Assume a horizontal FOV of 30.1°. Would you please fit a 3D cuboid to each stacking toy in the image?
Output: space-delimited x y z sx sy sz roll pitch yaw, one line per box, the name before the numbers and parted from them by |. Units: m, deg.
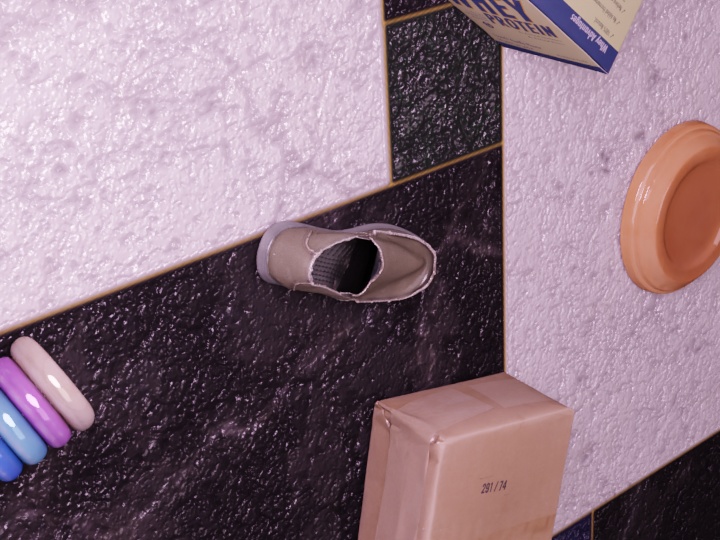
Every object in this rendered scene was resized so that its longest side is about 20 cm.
stacking toy | -0.292 0.144 0.978 0.200 0.085 0.086 -43 131 -15

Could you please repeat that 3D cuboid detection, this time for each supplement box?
supplement box | 0.161 -0.314 1.162 0.199 0.133 0.202 28 88 -45

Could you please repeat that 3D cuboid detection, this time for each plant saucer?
plant saucer | 0.372 -0.068 1.525 0.198 0.037 0.203 -18 118 -37

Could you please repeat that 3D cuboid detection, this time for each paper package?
paper package | 0.103 0.216 1.348 0.198 0.103 0.194 -9 114 -41

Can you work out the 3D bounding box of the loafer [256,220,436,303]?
loafer | 0.000 0.000 1.187 0.198 0.069 0.076 0 107 -42
